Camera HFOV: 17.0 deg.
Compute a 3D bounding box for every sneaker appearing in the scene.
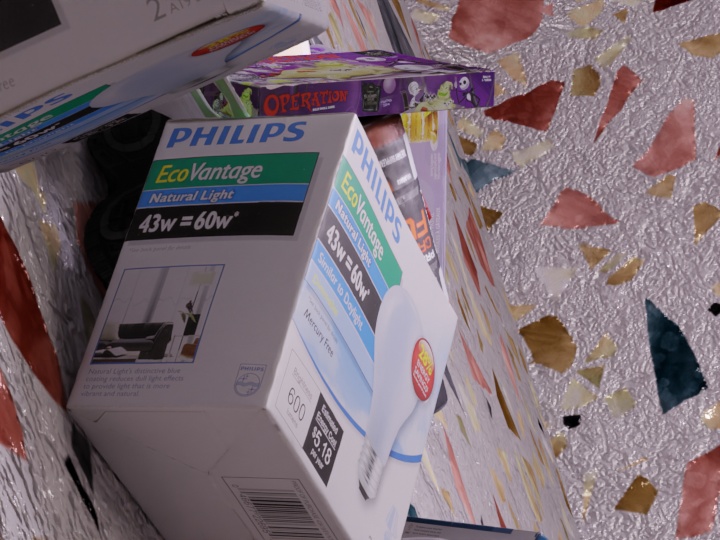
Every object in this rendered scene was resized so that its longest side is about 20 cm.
[{"bbox_3d":[-0.122,-0.024,1.481,0.201,0.075,0.091,-95,169,-57],"label":"sneaker"}]

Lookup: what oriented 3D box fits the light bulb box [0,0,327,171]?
[{"bbox_3d":[-0.137,-0.138,1.147,0.200,0.197,0.126,-22,89,-81],"label":"light bulb box"}]

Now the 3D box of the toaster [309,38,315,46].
[{"bbox_3d":[-0.099,-0.194,1.909,0.200,0.113,0.130,59,10,-45],"label":"toaster"}]

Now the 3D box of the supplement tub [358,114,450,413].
[{"bbox_3d":[0.000,0.000,1.572,0.107,0.106,0.201,-75,150,-77],"label":"supplement tub"}]

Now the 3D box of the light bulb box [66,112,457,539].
[{"bbox_3d":[-0.048,0.049,1.359,0.199,0.124,0.201,61,36,-47],"label":"light bulb box"}]

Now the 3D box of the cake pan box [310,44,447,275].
[{"bbox_3d":[-0.005,-0.064,1.804,0.200,0.052,0.186,26,-62,56],"label":"cake pan box"}]

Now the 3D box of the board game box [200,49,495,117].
[{"bbox_3d":[-0.025,-0.118,1.536,0.199,0.120,0.033,-8,101,-41],"label":"board game box"}]

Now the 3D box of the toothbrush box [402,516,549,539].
[{"bbox_3d":[0.116,0.254,1.591,0.200,0.086,0.146,43,-24,-27],"label":"toothbrush box"}]

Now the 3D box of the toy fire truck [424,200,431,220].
[{"bbox_3d":[-0.037,-0.106,1.700,0.201,0.049,0.141,61,-19,-7],"label":"toy fire truck"}]

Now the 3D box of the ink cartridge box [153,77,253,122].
[{"bbox_3d":[-0.130,-0.144,1.405,0.199,0.048,0.146,24,-20,31],"label":"ink cartridge box"}]

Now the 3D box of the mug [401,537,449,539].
[{"bbox_3d":[-0.001,0.265,1.447,0.149,0.186,0.154,9,-65,61],"label":"mug"}]

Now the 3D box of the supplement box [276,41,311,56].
[{"bbox_3d":[-0.101,-0.152,1.609,0.126,0.073,0.202,-15,97,-48],"label":"supplement box"}]
